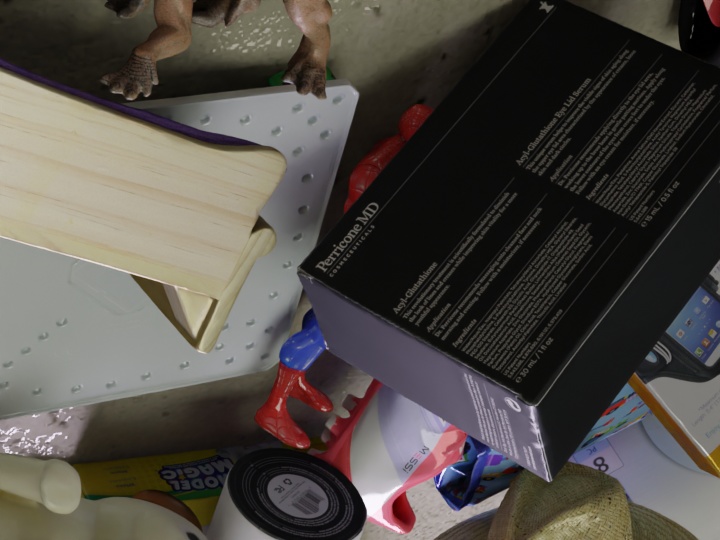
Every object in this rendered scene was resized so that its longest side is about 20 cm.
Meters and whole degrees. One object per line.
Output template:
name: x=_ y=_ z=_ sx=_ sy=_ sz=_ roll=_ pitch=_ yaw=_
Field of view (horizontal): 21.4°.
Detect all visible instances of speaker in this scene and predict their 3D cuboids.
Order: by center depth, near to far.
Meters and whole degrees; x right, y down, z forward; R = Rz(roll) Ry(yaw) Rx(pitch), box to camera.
speaker: x=-0.063 y=0.200 z=1.069 sx=0.081 sy=0.081 sz=0.201 roll=-2 pitch=128 yaw=-34

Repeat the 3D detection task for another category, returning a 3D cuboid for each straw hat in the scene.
straw hat: x=0.116 y=0.159 z=1.117 sx=0.200 sy=0.201 sz=0.086 roll=-16 pitch=124 yaw=-19

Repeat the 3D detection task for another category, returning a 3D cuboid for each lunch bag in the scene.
lunch bag: x=0.117 y=0.082 z=1.168 sx=0.150 sy=0.094 sz=0.200 roll=-27 pitch=153 yaw=-10

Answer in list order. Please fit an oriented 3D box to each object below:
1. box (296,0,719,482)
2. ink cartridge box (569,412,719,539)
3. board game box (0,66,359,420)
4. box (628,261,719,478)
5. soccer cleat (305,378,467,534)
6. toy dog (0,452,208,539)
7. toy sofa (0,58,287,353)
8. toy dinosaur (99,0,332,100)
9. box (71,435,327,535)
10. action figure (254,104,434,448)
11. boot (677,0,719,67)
box: x=0.088 y=-0.022 z=0.912 sx=0.200 sy=0.141 sz=0.079 roll=-49 pitch=151 yaw=-20
ink cartridge box: x=0.236 y=0.162 z=1.236 sx=0.159 sy=0.200 sz=0.047 roll=-28 pitch=144 yaw=-5
board game box: x=-0.113 y=-0.012 z=0.937 sx=0.199 sy=0.026 sz=0.201 roll=-9 pitch=138 yaw=-27
box: x=0.175 y=0.002 z=1.051 sx=0.119 sy=0.200 sz=0.041 roll=-42 pitch=-171 yaw=-7
soccer cleat: x=0.041 y=0.064 z=1.034 sx=0.200 sy=0.076 sz=0.067 roll=-55 pitch=180 yaw=34
toy dog: x=-0.169 y=0.174 z=0.975 sx=0.198 sy=0.140 sz=0.194 roll=-3 pitch=142 yaw=-6
toy sofa: x=-0.134 y=-0.043 z=0.798 sx=0.199 sy=0.083 sz=0.098 roll=16 pitch=105 yaw=-38
toy dinosaur: x=-0.047 y=-0.148 z=0.785 sx=0.199 sy=0.086 sz=0.136 roll=-2 pitch=128 yaw=-42
box: x=-0.101 y=0.161 z=1.107 sx=0.199 sy=0.048 sz=0.118 roll=-3 pitch=124 yaw=-25
action figure: x=0.000 y=0.000 z=0.992 sx=0.065 sy=0.051 sz=0.201 roll=-46 pitch=160 yaw=-57
boot: x=0.243 y=-0.179 z=0.962 sx=0.143 sy=0.073 sz=0.201 roll=-4 pitch=139 yaw=-30
